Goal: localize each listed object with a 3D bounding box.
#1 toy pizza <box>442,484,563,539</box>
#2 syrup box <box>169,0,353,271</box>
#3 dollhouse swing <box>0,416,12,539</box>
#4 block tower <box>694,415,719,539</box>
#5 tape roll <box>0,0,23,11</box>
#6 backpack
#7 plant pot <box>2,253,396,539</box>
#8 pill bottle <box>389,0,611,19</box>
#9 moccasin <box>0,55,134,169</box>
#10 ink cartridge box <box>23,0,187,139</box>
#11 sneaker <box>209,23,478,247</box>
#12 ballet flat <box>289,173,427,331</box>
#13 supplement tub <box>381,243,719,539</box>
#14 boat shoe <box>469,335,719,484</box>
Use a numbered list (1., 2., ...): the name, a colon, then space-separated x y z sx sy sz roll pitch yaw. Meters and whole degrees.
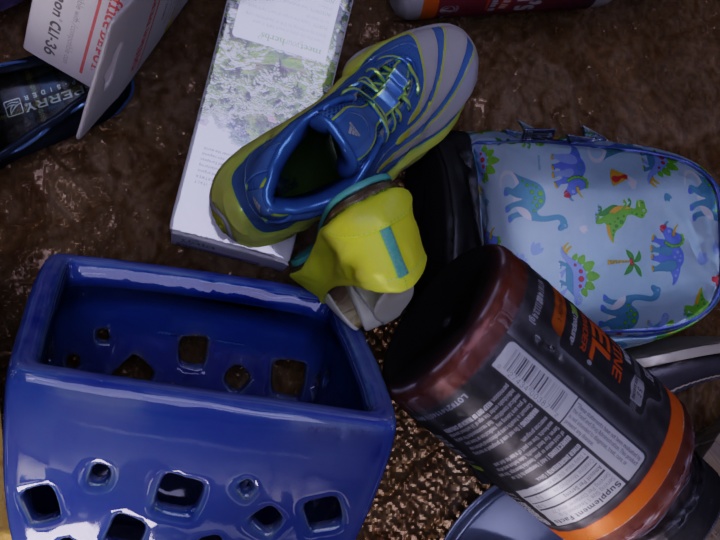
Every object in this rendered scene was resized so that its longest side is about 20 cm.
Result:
1. toy pizza: 0.136 0.231 0.793 0.197 0.032 0.204 1 86 -8
2. syrup box: -0.062 -0.107 0.764 0.078 0.081 0.203 14 86 -8
3. dollhouse swing: -0.311 0.097 0.687 0.173 0.181 0.204 -4 87 -27
4. block tower: 0.193 0.178 0.746 0.054 0.058 0.200 47 58 -3
5. tape roll: -0.198 -0.257 0.698 0.085 0.200 0.201 38 83 -3
6. backpack: 0.139 -0.014 0.764 0.197 0.154 0.166 5 79 -19
7. plant pot: -0.101 0.114 0.680 0.197 0.200 0.183 7 106 -11
8. pill bottle: 0.116 -0.226 0.779 0.196 0.110 0.112 -5 87 -7
9. moccasin: -0.243 -0.102 0.749 0.198 0.068 0.081 -28 90 -8
10. ink cartridge box: -0.136 -0.188 0.703 0.067 0.117 0.202 29 53 -5
11. sneaker: 0.007 -0.080 0.686 0.199 0.105 0.076 -40 103 -15
12. ballet flat: 0.000 0.000 0.674 0.066 0.200 0.068 -28 87 -11
13. supplement tub: 0.114 0.084 0.670 0.199 0.107 0.107 40 83 -16
14. boat shoe: 0.159 0.090 0.786 0.197 0.073 0.064 -14 92 -3
